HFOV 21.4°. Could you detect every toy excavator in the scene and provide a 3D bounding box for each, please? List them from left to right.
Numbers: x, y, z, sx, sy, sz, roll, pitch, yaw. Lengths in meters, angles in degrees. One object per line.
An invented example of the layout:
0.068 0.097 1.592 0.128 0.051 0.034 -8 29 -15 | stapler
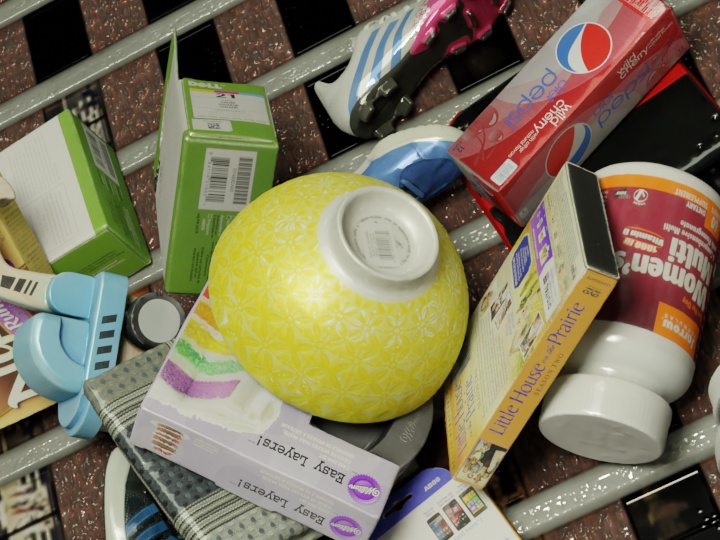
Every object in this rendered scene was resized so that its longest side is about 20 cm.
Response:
-0.248 0.031 1.520 0.100 0.200 0.195 -21 59 63 | toy excavator

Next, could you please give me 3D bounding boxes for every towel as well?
-0.081 0.123 1.429 0.200 0.035 0.193 -23 62 -34 | towel

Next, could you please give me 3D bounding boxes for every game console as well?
0.180 -0.105 1.525 0.200 0.031 0.177 -35 57 5 | game console

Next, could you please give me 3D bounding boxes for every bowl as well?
0.000 0.000 1.384 0.200 0.108 0.200 12 56 -18 | bowl

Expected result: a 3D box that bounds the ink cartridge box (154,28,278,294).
-0.125 -0.094 1.587 0.076 0.148 0.200 4 33 -12 | ink cartridge box

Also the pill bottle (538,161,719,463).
0.195 0.031 1.382 0.109 0.110 0.200 3 63 28 | pill bottle

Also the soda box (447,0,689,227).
0.164 -0.134 1.486 0.200 0.070 0.063 -47 57 -3 | soda box

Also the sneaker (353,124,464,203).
0.009 -0.032 1.524 0.200 0.077 0.111 -25 48 23 | sneaker

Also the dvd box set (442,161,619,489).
0.118 0.039 1.366 0.146 0.029 0.200 -91 26 -59 | dvd box set

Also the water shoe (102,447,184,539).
-0.159 0.227 1.484 0.079 0.072 0.200 -3 55 -7 | water shoe

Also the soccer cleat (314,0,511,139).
0.042 -0.202 1.620 0.200 0.070 0.086 -46 53 -4 | soccer cleat

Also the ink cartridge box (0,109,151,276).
-0.304 -0.026 1.689 0.200 0.076 0.148 -31 53 11 | ink cartridge box

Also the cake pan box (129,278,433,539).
-0.047 0.092 1.412 0.200 0.052 0.184 26 49 1 | cake pan box

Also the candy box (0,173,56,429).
-0.314 0.028 1.595 0.117 0.200 0.056 -24 10 11 | candy box

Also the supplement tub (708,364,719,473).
0.315 0.144 1.233 0.144 0.145 0.200 -24 54 12 | supplement tub

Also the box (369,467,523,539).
0.076 0.236 1.367 0.119 0.041 0.200 -38 50 2 | box
